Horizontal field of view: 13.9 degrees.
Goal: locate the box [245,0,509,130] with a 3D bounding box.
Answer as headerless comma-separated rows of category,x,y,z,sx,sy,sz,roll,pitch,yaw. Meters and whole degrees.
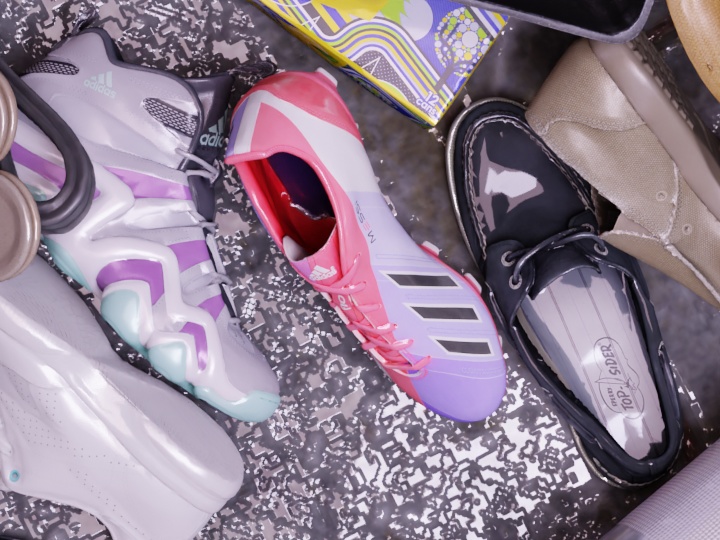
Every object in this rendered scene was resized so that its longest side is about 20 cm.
box,-0.028,-0.151,1.382,0.199,0.064,0.070,35,89,-1

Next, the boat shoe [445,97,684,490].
boat shoe,0.098,0.011,1.385,0.074,0.066,0.201,-20,91,-1

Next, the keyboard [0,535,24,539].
keyboard,-0.166,0.230,1.402,0.126,0.021,0.201,14,91,-1

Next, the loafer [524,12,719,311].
loafer,0.143,-0.033,1.366,0.067,0.076,0.200,-28,118,16

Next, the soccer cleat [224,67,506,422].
soccer cleat,0.000,0.000,1.353,0.066,0.077,0.201,-17,116,32

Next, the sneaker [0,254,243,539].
sneaker,-0.153,0.060,1.381,0.200,0.075,0.089,44,109,1

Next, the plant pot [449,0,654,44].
plant pot,0.045,-0.243,1.298,0.199,0.178,0.201,13,113,-17

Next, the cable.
cable,-0.181,-0.097,1.361,0.200,0.050,0.097,40,77,17

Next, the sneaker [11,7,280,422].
sneaker,-0.079,-0.037,1.374,0.200,0.078,0.140,44,90,-2

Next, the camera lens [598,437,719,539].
camera lens,0.183,0.163,1.333,0.200,0.160,0.160,-38,91,-9

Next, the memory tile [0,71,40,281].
memory tile,-0.219,-0.086,1.335,0.153,0.017,0.201,-11,90,33

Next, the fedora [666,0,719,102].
fedora,0.201,-0.161,1.366,0.199,0.082,0.202,-6,103,-27
